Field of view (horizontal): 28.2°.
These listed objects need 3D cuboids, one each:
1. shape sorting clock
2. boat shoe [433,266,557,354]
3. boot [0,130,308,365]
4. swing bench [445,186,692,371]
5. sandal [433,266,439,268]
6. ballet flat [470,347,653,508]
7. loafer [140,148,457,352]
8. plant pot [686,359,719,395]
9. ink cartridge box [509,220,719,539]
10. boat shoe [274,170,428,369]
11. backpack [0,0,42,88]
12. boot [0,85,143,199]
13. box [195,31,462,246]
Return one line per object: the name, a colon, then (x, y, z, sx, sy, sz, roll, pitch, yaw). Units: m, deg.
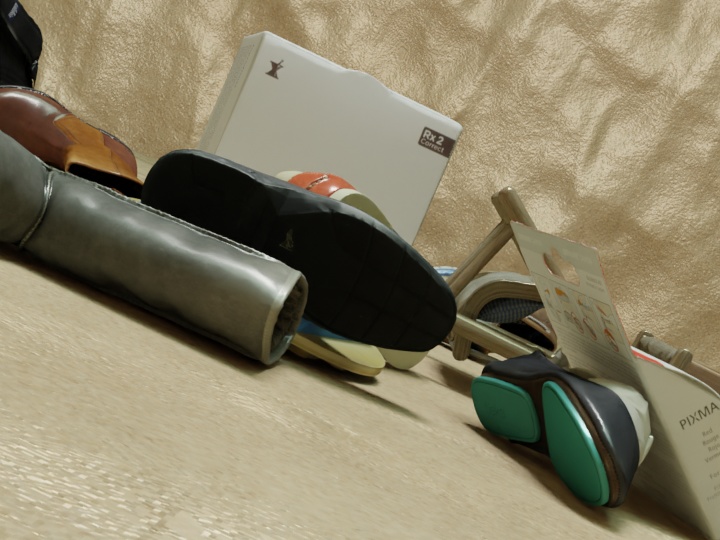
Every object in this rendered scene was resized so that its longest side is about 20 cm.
shape sorting clock: (-0.071, 0.012, 0.923, 0.199, 0.039, 0.200, 30, 9, -5)
boat shoe: (0.117, 0.048, 1.461, 0.199, 0.073, 0.073, 5, 35, -23)
boot: (-0.132, -0.013, 0.744, 0.199, 0.073, 0.182, 31, 6, 10)
swing bench: (0.146, 0.045, 1.168, 0.200, 0.130, 0.199, 43, 3, 2)
sandal: (0.080, 0.032, 1.571, 0.199, 0.076, 0.048, 25, -15, 15)
ballet flat: (0.128, 0.084, 0.838, 0.073, 0.073, 0.200, 23, 0, -17)
loafer: (-0.032, -0.017, 0.857, 0.199, 0.073, 0.072, 30, 9, -3)
plant pot: (0.353, 0.155, 1.250, 0.200, 0.093, 0.201, 23, 3, -1)
ink cartridge box: (0.173, 0.057, 0.898, 0.162, 0.050, 0.201, -146, -148, -76)
boat shoe: (0.000, 0.000, 1.007, 0.062, 0.071, 0.200, 24, -19, 37)
backpack: (-0.438, -0.243, 1.578, 0.126, 0.168, 0.200, 19, -5, 17)
boot: (-0.303, -0.116, 1.443, 0.188, 0.069, 0.200, 31, 7, -23)
box: (-0.046, -0.083, 1.286, 0.198, 0.201, 0.131, 23, 1, -15)
